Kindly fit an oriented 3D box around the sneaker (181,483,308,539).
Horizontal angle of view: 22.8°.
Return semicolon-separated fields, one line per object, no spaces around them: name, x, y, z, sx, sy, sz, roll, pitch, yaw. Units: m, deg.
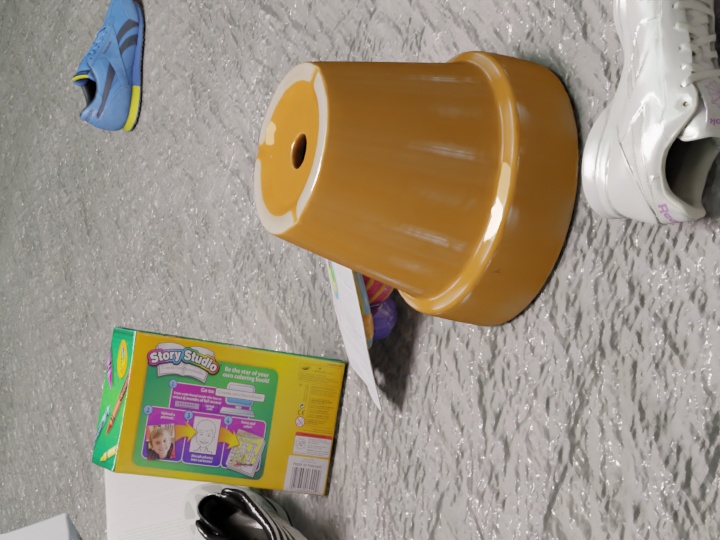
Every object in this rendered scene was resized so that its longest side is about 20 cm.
sneaker;-0.109;0.208;1.528;0.076;0.115;0.200;-49;38;-14

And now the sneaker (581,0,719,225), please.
sneaker;0.202;-0.124;1.107;0.099;0.075;0.201;19;102;51

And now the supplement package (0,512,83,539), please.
supplement package;-0.326;0.383;1.820;0.200;0.151;0.151;70;-179;-45

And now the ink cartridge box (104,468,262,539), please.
ink cartridge box;-0.160;0.252;1.639;0.048;0.145;0.201;60;-162;-56

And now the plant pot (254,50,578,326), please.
plant pot;0.029;-0.071;1.300;0.200;0.182;0.201;-35;51;57

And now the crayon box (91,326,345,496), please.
crayon box;-0.119;0.121;1.523;0.058;0.199;0.119;4;85;64

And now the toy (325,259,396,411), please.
toy;0.000;0.000;1.452;0.115;0.047;0.201;-126;19;-69

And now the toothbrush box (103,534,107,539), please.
toothbrush box;-0.187;0.327;1.727;0.147;0.085;0.201;-52;36;44

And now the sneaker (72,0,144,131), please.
sneaker;-0.317;-0.269;2.236;0.066;0.078;0.201;137;138;-55
